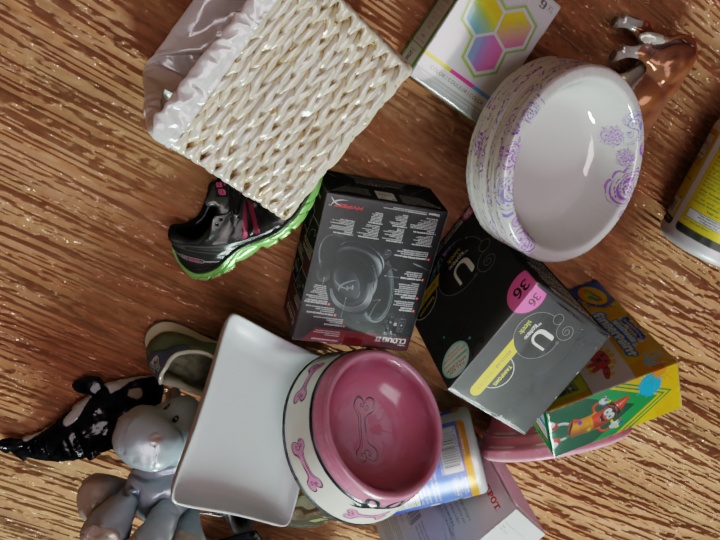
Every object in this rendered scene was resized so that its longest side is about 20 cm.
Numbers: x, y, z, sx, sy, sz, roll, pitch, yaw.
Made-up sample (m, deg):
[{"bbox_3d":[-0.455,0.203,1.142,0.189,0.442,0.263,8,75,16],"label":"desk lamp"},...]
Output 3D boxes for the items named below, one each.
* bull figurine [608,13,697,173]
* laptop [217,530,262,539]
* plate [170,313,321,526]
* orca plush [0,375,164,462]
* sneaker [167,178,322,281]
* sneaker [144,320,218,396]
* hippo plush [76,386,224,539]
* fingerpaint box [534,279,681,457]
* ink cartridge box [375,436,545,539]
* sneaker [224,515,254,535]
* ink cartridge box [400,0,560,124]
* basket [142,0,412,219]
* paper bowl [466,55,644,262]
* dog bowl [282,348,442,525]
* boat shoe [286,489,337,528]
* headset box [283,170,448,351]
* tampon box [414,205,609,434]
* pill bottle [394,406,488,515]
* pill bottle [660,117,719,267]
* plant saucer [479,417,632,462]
[{"bbox_3d":[0.301,-0.187,0.956,0.119,0.065,0.203,21,110,-21],"label":"bull figurine"},{"bbox_3d":[-0.123,0.420,1.133,0.175,0.103,0.203,-25,100,36],"label":"laptop"},{"bbox_3d":[-0.121,0.173,0.941,0.199,0.032,0.204,32,69,-49],"label":"plate"},{"bbox_3d":[-0.325,0.188,0.976,0.195,0.071,0.107,-11,119,-9],"label":"orca plush"},{"bbox_3d":[-0.123,-0.068,0.898,0.198,0.077,0.084,-36,124,4],"label":"sneaker"},{"bbox_3d":[-0.157,0.122,0.976,0.196,0.090,0.068,16,111,-22],"label":"sneaker"},{"bbox_3d":[-0.211,0.233,0.940,0.197,0.159,0.164,1,118,-46],"label":"hippo plush"},{"bbox_3d":[0.266,0.114,1.022,0.163,0.201,0.075,-20,120,-4],"label":"fingerpaint box"},{"bbox_3d":[0.131,0.352,1.136,0.199,0.147,0.086,-41,121,8],"label":"ink cartridge box"},{"bbox_3d":[-0.150,0.245,1.045,0.075,0.082,0.204,-9,118,-10],"label":"sneaker"},{"bbox_3d":[0.137,-0.270,0.874,0.103,0.060,0.202,28,107,-25],"label":"ink cartridge box"},{"bbox_3d":[-0.087,-0.188,0.778,0.160,0.199,0.200,36,103,-30],"label":"basket"},{"bbox_3d":[0.195,-0.120,0.880,0.197,0.104,0.205,-12,115,-27],"label":"paper bowl"},{"bbox_3d":[0.011,0.182,0.958,0.197,0.204,0.074,23,148,-24],"label":"dog bowl"},{"bbox_3d":[-0.064,0.275,1.041,0.071,0.078,0.199,19,151,-31],"label":"boat shoe"},{"bbox_3d":[0.000,0.000,0.965,0.145,0.078,0.204,7,115,-18],"label":"headset box"},{"bbox_3d":[0.157,0.052,0.961,0.125,0.201,0.151,31,105,-26],"label":"tampon box"},{"bbox_3d":[0.059,0.254,1.082,0.195,0.113,0.114,-15,120,5],"label":"pill bottle"},{"bbox_3d":[0.459,-0.113,1.008,0.110,0.113,0.203,15,112,-21],"label":"pill bottle"},{"bbox_3d":[0.249,0.200,1.084,0.196,0.200,0.052,-11,87,-9],"label":"plant saucer"}]
